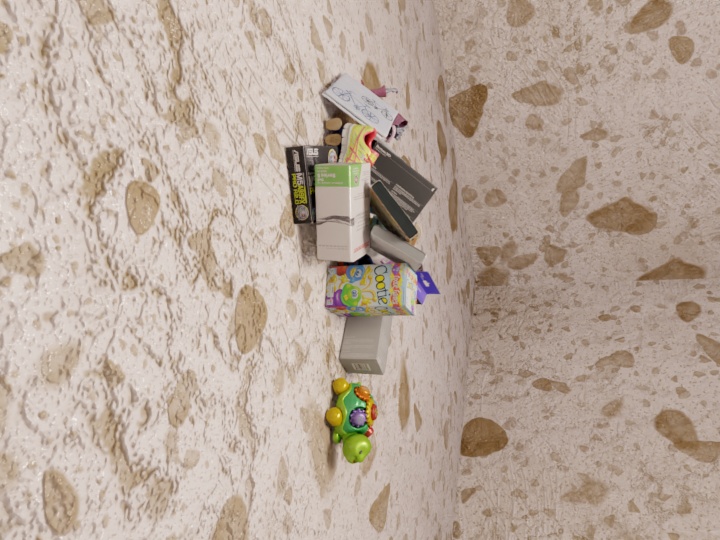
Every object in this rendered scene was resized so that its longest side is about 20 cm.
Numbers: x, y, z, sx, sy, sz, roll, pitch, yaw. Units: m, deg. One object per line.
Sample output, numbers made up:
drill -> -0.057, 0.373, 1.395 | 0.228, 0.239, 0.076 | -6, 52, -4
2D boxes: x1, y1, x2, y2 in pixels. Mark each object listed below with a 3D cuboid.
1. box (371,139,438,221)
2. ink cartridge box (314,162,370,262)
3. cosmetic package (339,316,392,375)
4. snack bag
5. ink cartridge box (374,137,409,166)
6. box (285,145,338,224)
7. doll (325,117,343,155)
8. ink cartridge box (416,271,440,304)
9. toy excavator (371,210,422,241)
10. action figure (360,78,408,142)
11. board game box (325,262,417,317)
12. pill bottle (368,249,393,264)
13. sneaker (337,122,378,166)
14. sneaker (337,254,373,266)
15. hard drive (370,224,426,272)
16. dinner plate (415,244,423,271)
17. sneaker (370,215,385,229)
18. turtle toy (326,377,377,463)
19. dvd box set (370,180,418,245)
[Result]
box -> 0.075, -0.217, 1.393 | 0.199, 0.142, 0.079 | 35, 11, -15
ink cartridge box -> -0.035, -0.131, 1.187 | 0.145, 0.083, 0.203 | -34, 125, -68
cosmetic package -> 0.019, 0.161, 1.418 | 0.091, 0.106, 0.202 | 65, 30, -47
snack bag -> 0.004, -0.426, 1.394 | 0.188, 0.021, 0.201 | 34, 35, -9
ink cartridge box -> 0.068, -0.324, 1.492 | 0.200, 0.044, 0.174 | 41, 18, -16
box -> -0.097, -0.195, 1.214 | 0.200, 0.044, 0.162 | -31, 118, -69
doll -> -0.036, -0.312, 1.404 | 0.200, 0.048, 0.138 | 24, 66, -69
ink cartridge box -> 0.119, 0.049, 1.581 | 0.198, 0.198, 0.044 | 48, 48, -61
toy excavator -> 0.074, -0.177, 1.500 | 0.100, 0.192, 0.203 | -64, 154, -73
action figure -> 0.041, -0.451, 1.549 | 0.200, 0.134, 0.149 | 48, 47, -2
board game box -> 0.028, 0.050, 1.310 | 0.105, 0.198, 0.104 | 42, 48, -63
pill bottle -> 0.071, -0.047, 1.565 | 0.200, 0.111, 0.114 | 41, 49, -59
sneaker -> -0.002, -0.258, 1.292 | 0.078, 0.089, 0.203 | 28, 64, -70
sneaker -> 0.000, 0.000, 1.422 | 0.200, 0.077, 0.076 | 60, 34, -53
hard drive -> 0.083, -0.045, 1.271 | 0.026, 0.131, 0.200 | -59, 176, -6
dinner plate -> 0.133, -0.078, 1.629 | 0.201, 0.024, 0.200 | 51, -13, 16
sneaker -> 0.007, -0.136, 1.379 | 0.080, 0.129, 0.201 | -76, 154, -42
turtle toy -> -0.013, 0.359, 1.300 | 0.146, 0.100, 0.202 | 65, 29, -48
dvd box set -> 0.075, -0.116, 1.252 | 0.147, 0.029, 0.200 | 54, -3, 8
